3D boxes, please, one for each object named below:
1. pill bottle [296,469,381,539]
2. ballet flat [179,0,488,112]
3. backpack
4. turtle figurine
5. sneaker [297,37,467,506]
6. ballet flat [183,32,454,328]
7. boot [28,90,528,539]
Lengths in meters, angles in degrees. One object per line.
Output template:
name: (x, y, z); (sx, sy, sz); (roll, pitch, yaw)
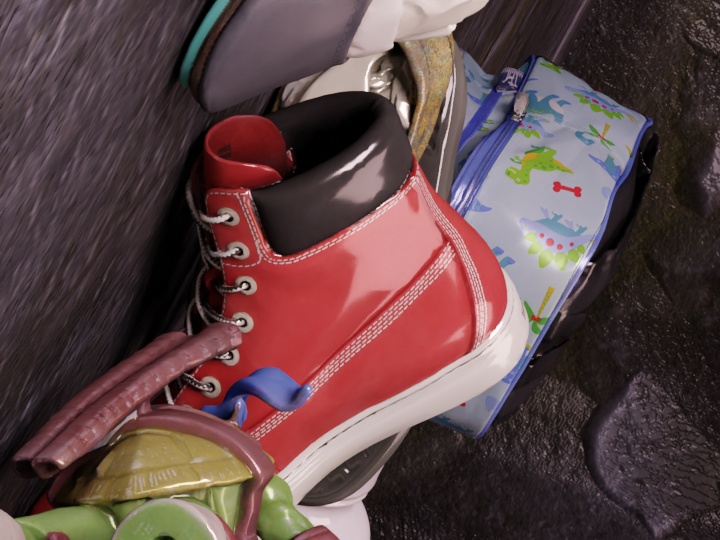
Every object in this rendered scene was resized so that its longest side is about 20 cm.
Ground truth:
pill bottle: (-0.063, 0.145, 1.284); (0.200, 0.111, 0.111); (-63, 175, 25)
ballet flat: (0.022, -0.119, 0.795); (0.200, 0.073, 0.073); (-59, 176, -22)
backpack: (0.060, -0.014, 1.424); (0.183, 0.147, 0.200); (-63, 180, 24)
turtle figurine: (-0.067, 0.121, 0.810); (0.200, 0.144, 0.194); (-58, 168, 3)
sneaker: (0.000, 0.000, 1.087); (0.114, 0.076, 0.200); (84, 15, -83)
ballet flat: (-0.023, -0.015, 0.992); (0.071, 0.071, 0.200); (-40, 154, -79)
boot: (-0.055, 0.022, 0.918); (0.200, 0.072, 0.144); (-34, 133, 3)
